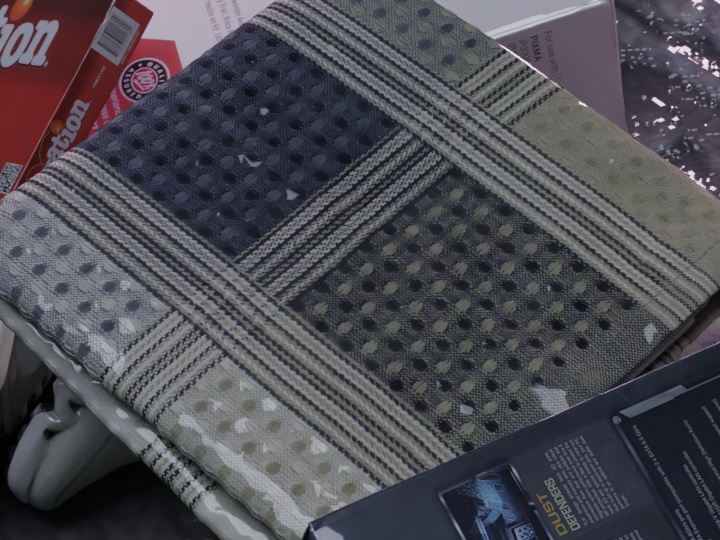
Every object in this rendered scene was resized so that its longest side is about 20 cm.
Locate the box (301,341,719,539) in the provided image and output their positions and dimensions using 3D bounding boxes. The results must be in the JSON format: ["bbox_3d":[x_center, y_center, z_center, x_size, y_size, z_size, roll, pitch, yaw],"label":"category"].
[{"bbox_3d":[0.094,0.129,0.637,0.158,0.051,0.200,-23,68,-18],"label":"box"}]

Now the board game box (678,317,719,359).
[{"bbox_3d":[0.153,0.094,0.744,0.134,0.034,0.200,-7,48,9],"label":"board game box"}]

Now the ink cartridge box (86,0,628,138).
[{"bbox_3d":[-0.012,-0.092,0.916,0.200,0.083,0.147,-18,48,0],"label":"ink cartridge box"}]

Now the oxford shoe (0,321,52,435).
[{"bbox_3d":[-0.137,0.033,0.856,0.075,0.058,0.200,-15,45,36],"label":"oxford shoe"}]

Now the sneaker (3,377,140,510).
[{"bbox_3d":[-0.034,0.029,0.828,0.200,0.075,0.081,-36,94,1],"label":"sneaker"}]

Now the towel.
[{"bbox_3d":[0.000,0.000,0.759,0.200,0.035,0.193,38,62,26],"label":"towel"}]

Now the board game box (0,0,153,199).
[{"bbox_3d":[-0.160,-0.064,0.902,0.200,0.019,0.103,12,71,52],"label":"board game box"}]
